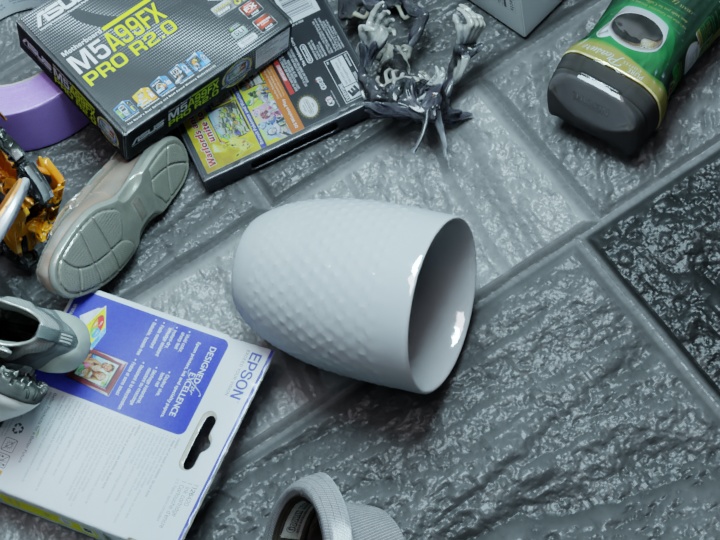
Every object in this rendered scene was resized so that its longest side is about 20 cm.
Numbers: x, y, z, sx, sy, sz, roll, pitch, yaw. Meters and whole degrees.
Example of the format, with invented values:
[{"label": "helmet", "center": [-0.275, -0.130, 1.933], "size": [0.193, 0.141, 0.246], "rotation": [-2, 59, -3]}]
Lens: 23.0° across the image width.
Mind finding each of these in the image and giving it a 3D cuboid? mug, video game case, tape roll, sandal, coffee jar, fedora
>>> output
[{"label": "mug", "center": [0.000, 0.000, 1.486], "size": [0.174, 0.149, 0.200], "rotation": [11, 34, 23]}, {"label": "video game case", "center": [-0.100, -0.191, 1.660], "size": [0.180, 0.026, 0.201], "rotation": [-25, 62, -4]}, {"label": "tape roll", "center": [-0.325, -0.215, 1.689], "size": [0.198, 0.066, 0.201], "rotation": [-4, 62, 7]}, {"label": "sandal", "center": [-0.360, -0.013, 1.511], "size": [0.207, 0.059, 0.079], "rotation": [-43, 18, 26]}, {"label": "coffee jar", "center": [0.252, -0.202, 1.568], "size": [0.104, 0.085, 0.200], "rotation": [30, 70, 20]}, {"label": "fedora", "center": [-0.017, 0.258, 1.352], "size": [0.090, 0.177, 0.202], "rotation": [8, 81, -23]}]

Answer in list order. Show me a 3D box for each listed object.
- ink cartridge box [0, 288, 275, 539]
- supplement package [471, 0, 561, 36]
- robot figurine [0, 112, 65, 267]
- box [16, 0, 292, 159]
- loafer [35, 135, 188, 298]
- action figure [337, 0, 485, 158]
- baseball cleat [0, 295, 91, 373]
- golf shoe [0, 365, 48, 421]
[{"label": "ink cartridge box", "center": [-0.196, 0.129, 1.496], "size": [0.199, 0.047, 0.199], "rotation": [19, 66, 17]}, {"label": "supplement package", "center": [0.111, -0.332, 1.648], "size": [0.114, 0.110, 0.200], "rotation": [-44, 63, -14]}, {"label": "robot figurine", "center": [-0.337, -0.097, 1.580], "size": [0.200, 0.145, 0.058], "rotation": [42, 51, 13]}, {"label": "box", "center": [-0.186, -0.216, 1.616], "size": [0.200, 0.044, 0.160], "rotation": [-36, 71, -21]}, {"label": "loafer", "center": [-0.229, -0.049, 1.574], "size": [0.063, 0.072, 0.200], "rotation": [9, 44, 33]}, {"label": "action figure", "center": [0.043, -0.201, 1.592], "size": [0.118, 0.102, 0.201], "rotation": [-2, 51, -27]}, {"label": "baseball cleat", "center": [-0.320, 0.043, 1.494], "size": [0.199, 0.106, 0.070], "rotation": [-1, 71, 35]}, {"label": "golf shoe", "center": [-0.335, 0.124, 1.484], "size": [0.199, 0.077, 0.095], "rotation": [-5, 70, 44]}]
